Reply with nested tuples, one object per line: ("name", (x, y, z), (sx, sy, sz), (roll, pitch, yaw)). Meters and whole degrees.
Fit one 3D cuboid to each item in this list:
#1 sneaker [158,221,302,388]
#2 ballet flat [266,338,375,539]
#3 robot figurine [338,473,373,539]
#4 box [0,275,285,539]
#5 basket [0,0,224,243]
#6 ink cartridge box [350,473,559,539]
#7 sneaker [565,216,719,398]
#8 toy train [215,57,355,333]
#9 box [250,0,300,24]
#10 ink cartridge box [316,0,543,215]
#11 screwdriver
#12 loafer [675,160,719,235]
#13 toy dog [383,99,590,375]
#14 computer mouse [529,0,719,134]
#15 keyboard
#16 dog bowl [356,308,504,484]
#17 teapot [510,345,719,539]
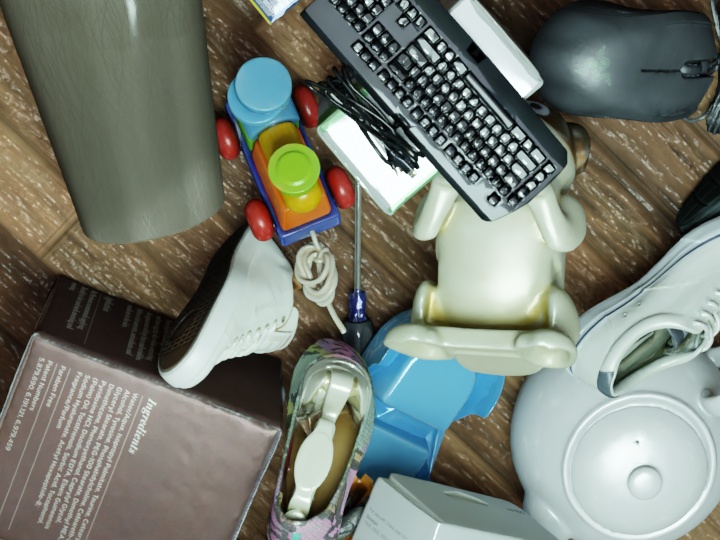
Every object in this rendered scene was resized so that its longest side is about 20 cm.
("sneaker", (-0.086, 0.038, 1.446), (0.085, 0.200, 0.073), (45, 122, -12))
("ballet flat", (-0.026, 0.120, 1.414), (0.069, 0.201, 0.071), (13, 143, 0))
("robot figurine", (-0.042, 0.233, 1.461), (0.200, 0.145, 0.058), (-41, 69, -18))
("box", (-0.179, 0.130, 1.481), (0.199, 0.166, 0.165), (22, 103, -7))
("basket", (-0.175, -0.133, 1.428), (0.136, 0.180, 0.201), (-31, 118, -38))
("ink cartridge box", (0.049, 0.266, 1.423), (0.144, 0.085, 0.201), (16, 99, -39))
("sneaker", (0.247, 0.031, 1.455), (0.200, 0.071, 0.073), (-36, 136, -8))
("toy train", (-0.045, -0.057, 1.431), (0.084, 0.116, 0.201), (-22, 78, -5))
("box", (-0.106, -0.282, 1.428), (0.064, 0.070, 0.200), (-37, 103, 6))
("ink cartridge box", (0.046, -0.135, 1.405), (0.145, 0.200, 0.088), (-41, 99, 9))
("screwdriver", (0.000, 0.000, 1.524), (0.028, 0.029, 0.201), (11, 107, 28))
("loafer", (0.340, -0.075, 1.498), (0.200, 0.073, 0.072), (-34, 107, 8))
("toy dog", (0.114, -0.029, 1.424), (0.139, 0.194, 0.201), (1, 79, 24))
("computer mouse", (0.222, -0.161, 1.443), (0.199, 0.053, 0.139), (-6, 110, -25))
("keyboard", (0.043, -0.113, 1.288), (0.104, 0.040, 0.200), (-42, 98, 8))
("dog bowl", (0.030, 0.116, 1.532), (0.111, 0.050, 0.200), (27, 102, -28))
("teapot", (0.216, 0.139, 1.508), (0.196, 0.146, 0.201), (4, 103, -3))
